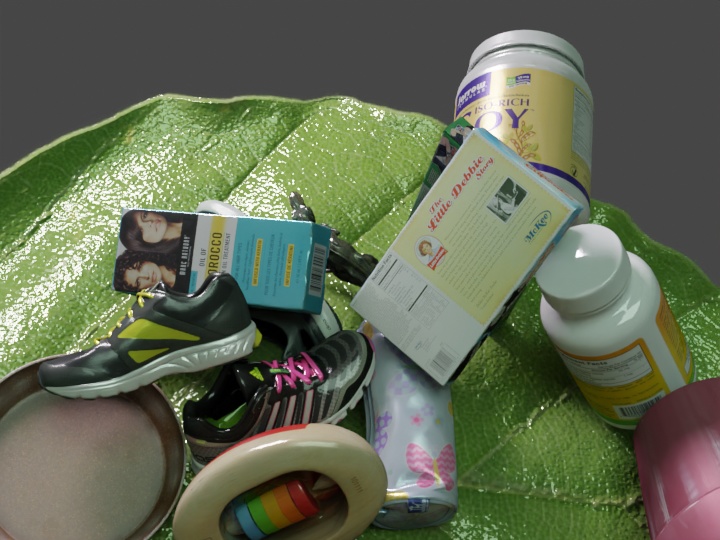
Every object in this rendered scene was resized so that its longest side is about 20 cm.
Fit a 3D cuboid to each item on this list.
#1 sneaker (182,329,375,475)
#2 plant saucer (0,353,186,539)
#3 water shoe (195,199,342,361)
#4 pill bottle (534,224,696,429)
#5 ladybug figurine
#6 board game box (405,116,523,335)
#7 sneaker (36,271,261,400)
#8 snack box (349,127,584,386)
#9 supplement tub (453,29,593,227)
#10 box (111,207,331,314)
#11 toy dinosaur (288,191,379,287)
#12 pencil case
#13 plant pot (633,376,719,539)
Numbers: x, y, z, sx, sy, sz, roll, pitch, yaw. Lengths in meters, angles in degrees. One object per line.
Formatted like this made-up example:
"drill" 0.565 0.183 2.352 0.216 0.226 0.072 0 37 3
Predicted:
"sneaker" -0.076 0.108 1.192 0.199 0.088 0.074 -32 45 -8
"plant saucer" -0.255 0.171 1.185 0.199 0.035 0.202 4 61 -7
"water shoe" -0.105 0.014 1.278 0.079 0.072 0.200 -40 72 -18
"pill bottle" 0.232 0.050 1.231 0.110 0.200 0.112 -18 46 19
"ladybug figurine" -0.073 0.193 1.151 0.199 0.136 0.072 -22 30 8
"board game box" 0.111 -0.037 1.269 0.134 0.200 0.029 43 59 13
"sneaker" -0.191 0.055 1.178 0.199 0.074 0.085 -15 99 -13
"snack box" 0.091 -0.012 1.177 0.116 0.201 0.037 40 18 15
"supplement tub" 0.165 -0.128 1.361 0.144 0.146 0.201 10 60 -5
"box" -0.130 -0.010 1.239 0.199 0.049 0.083 5 85 21
"toy dinosaur" 0.000 0.000 1.291 0.199 0.088 0.048 36 84 -7
"pencil case" 0.041 0.137 1.228 0.090 0.083 0.201 0 61 -1
"plant pot" 0.334 0.204 1.193 0.198 0.201 0.180 -5 47 -13
